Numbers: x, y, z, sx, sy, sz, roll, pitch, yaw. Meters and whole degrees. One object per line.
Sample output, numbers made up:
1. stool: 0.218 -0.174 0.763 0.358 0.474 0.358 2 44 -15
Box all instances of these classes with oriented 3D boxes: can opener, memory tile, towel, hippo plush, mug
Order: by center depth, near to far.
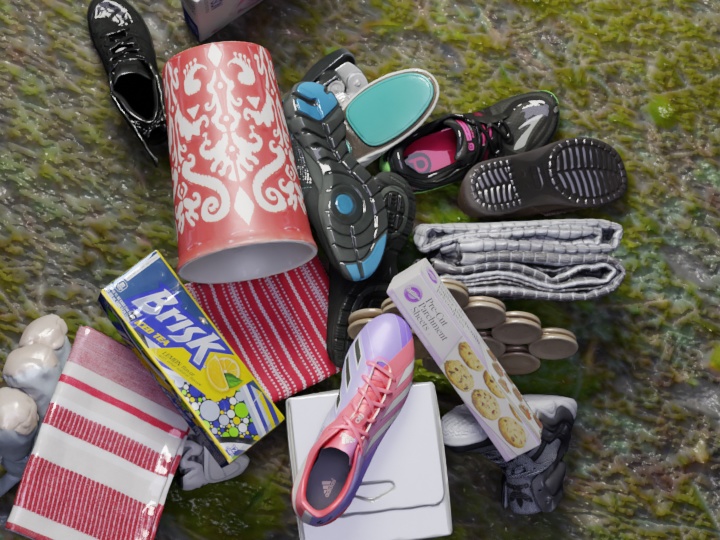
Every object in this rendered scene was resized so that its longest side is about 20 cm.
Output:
1. towel: -0.236 0.172 1.443 0.143 0.023 0.202 28 68 -27
2. mug: -0.132 -0.097 1.468 0.132 0.177 0.202 -3 76 -30
3. hippo plush: -0.274 0.157 1.493 0.159 0.159 0.202 17 85 -1
4. memory tile: 0.100 0.063 1.500 0.199 0.153 0.017 24 55 -34
5. towel: 0.151 -0.006 1.526 0.197 0.166 0.087 -2 92 -3
6. towel: -0.099 0.059 1.530 0.199 0.022 0.146 -24 84 -33
7. can opener: -0.077 -0.149 1.583 0.199 0.067 0.053 -36 124 -3

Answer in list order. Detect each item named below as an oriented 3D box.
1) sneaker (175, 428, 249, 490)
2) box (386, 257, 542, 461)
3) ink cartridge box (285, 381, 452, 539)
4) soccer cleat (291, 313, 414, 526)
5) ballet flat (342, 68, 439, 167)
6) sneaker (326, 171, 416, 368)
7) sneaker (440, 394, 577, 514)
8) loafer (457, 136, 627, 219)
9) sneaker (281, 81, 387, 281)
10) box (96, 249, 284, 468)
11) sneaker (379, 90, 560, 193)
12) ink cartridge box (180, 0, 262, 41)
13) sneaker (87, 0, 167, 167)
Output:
1. sneaker: -0.158 0.117 1.552 0.080 0.075 0.203 -6 91 -14
2. box: 0.097 0.083 1.402 0.041 0.039 0.201 -30 103 21
3. ink cartridge box: 0.004 0.186 1.485 0.144 0.200 0.146 -7 86 -4
4. soccer cleat: -0.003 0.132 1.353 0.066 0.076 0.202 26 83 1
5. ballet flat: -0.001 -0.134 1.564 0.199 0.069 0.070 -39 88 9
6. sneaker: 0.000 0.000 1.557 0.075 0.090 0.202 16 85 -33
7. sneaker: 0.150 0.187 1.515 0.075 0.199 0.115 2 94 40
8. loafer: 0.183 -0.092 1.577 0.198 0.071 0.074 -5 83 -24
9. sneaker: -0.033 -0.081 1.502 0.073 0.082 0.202 -9 76 -34
10. box: -0.161 0.084 1.437 0.070 0.064 0.201 -37 89 -19
11. sneaker: 0.117 -0.129 1.572 0.198 0.084 0.077 -23 88 -4
12. ink cartridge box: -0.090 -0.313 1.518 0.199 0.196 0.044 -35 90 -4
13. sneaker: -0.228 -0.197 1.548 0.059 0.104 0.202 -22 87 -4
